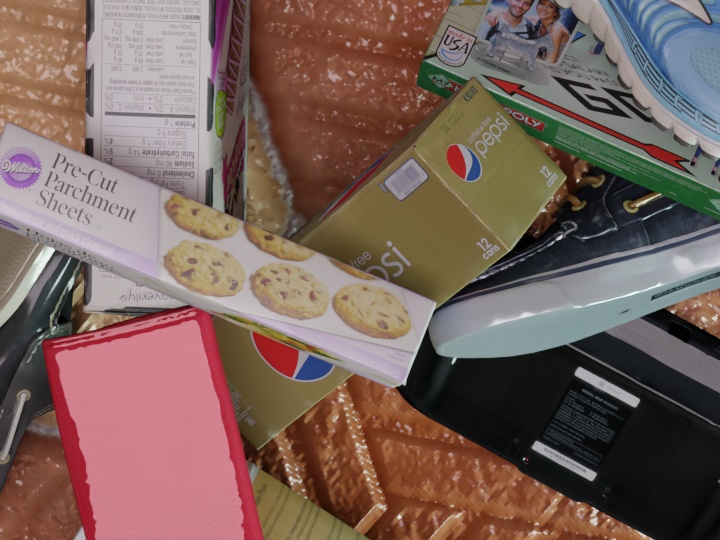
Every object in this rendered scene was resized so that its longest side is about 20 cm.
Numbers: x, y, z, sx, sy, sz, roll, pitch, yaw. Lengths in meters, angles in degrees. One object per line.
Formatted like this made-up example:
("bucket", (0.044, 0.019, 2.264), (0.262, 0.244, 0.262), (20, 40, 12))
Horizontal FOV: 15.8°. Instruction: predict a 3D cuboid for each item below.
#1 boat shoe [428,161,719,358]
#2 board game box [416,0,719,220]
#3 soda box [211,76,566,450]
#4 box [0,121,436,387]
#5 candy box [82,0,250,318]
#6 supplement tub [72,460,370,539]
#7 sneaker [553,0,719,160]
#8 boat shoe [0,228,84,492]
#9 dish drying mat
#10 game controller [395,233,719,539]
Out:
("boat shoe", (0.116, -0.026, 1.198), (0.200, 0.071, 0.091), (-17, 75, -8))
("board game box", (0.143, -0.102, 1.173), (0.199, 0.029, 0.135), (24, 68, 5))
("soda box", (0.000, 0.000, 1.182), (0.064, 0.068, 0.200), (47, 132, -5))
("box", (-0.066, -0.005, 1.105), (0.199, 0.039, 0.042), (24, 81, -3))
("candy box", (-0.086, -0.089, 1.182), (0.061, 0.136, 0.201), (3, 102, 4))
("supplement tub", (-0.050, 0.177, 1.225), (0.200, 0.145, 0.145), (33, 101, -2))
("sneaker", (0.143, -0.122, 1.103), (0.200, 0.078, 0.090), (44, 127, 12))
("boat shoe", (-0.169, 0.037, 1.256), (0.067, 0.072, 0.200), (26, 99, -27))
("dish drying mat", (-0.081, 0.119, 1.139), (0.077, 0.018, 0.201), (-13, 94, 3))
("game controller", (0.115, 0.060, 1.250), (0.200, 0.042, 0.104), (29, 116, -1))
